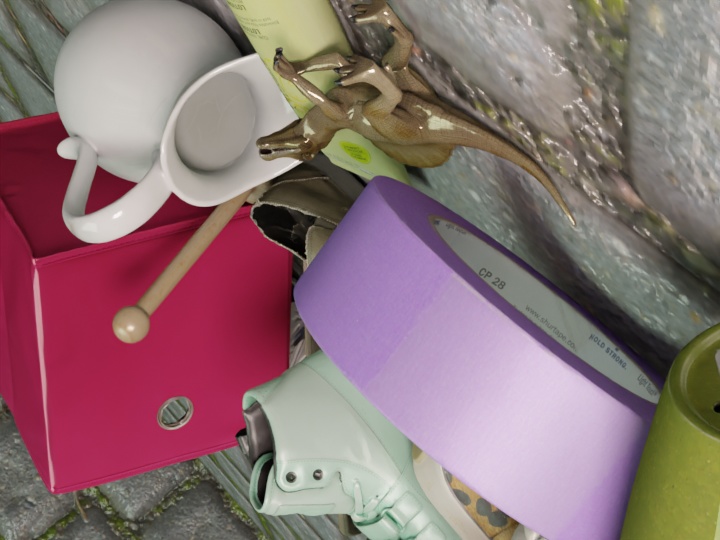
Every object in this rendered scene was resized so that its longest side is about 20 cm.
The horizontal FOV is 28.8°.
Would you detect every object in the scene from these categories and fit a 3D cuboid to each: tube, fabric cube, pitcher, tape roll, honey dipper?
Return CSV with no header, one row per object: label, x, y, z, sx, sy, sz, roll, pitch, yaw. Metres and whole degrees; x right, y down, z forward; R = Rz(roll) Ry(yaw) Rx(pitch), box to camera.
tube,-0.028,-0.115,0.763,0.201,0.051,0.058,60,-162,-44
fabric cube,-0.173,0.008,1.043,0.200,0.195,0.201,46,141,47
pitcher,-0.139,-0.095,0.894,0.200,0.171,0.122,31,150,52
tape roll,0.067,0.042,0.640,0.199,0.066,0.200,37,-170,-8
honey dipper,-0.098,-0.023,0.901,0.038,0.201,0.038,18,138,17

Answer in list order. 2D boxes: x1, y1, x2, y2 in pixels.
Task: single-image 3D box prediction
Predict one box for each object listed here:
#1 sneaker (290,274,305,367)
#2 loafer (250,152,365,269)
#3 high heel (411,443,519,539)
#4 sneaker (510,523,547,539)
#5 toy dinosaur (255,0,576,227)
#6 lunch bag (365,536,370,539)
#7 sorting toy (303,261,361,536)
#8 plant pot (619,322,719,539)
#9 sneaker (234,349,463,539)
sneaker,-0.047,0.089,1.186,0.130,0.079,0.200,53,-176,-40
loafer,0.000,0.000,0.873,0.200,0.069,0.076,39,146,41
high heel,0.099,0.119,0.772,0.141,0.202,0.071,15,165,-8
sneaker,0.138,0.165,0.713,0.199,0.085,0.077,16,-162,-36
toy dinosaur,0.021,-0.082,0.701,0.199,0.058,0.101,12,151,39
lunch bag,0.066,0.271,0.959,0.199,0.118,0.165,37,147,14
sorting toy,-0.010,0.079,1.030,0.200,0.036,0.187,77,-170,-62
plant pot,0.168,0.123,0.520,0.187,0.186,0.202,31,141,52
sneaker,-0.003,0.145,0.817,0.074,0.117,0.202,-33,78,63
